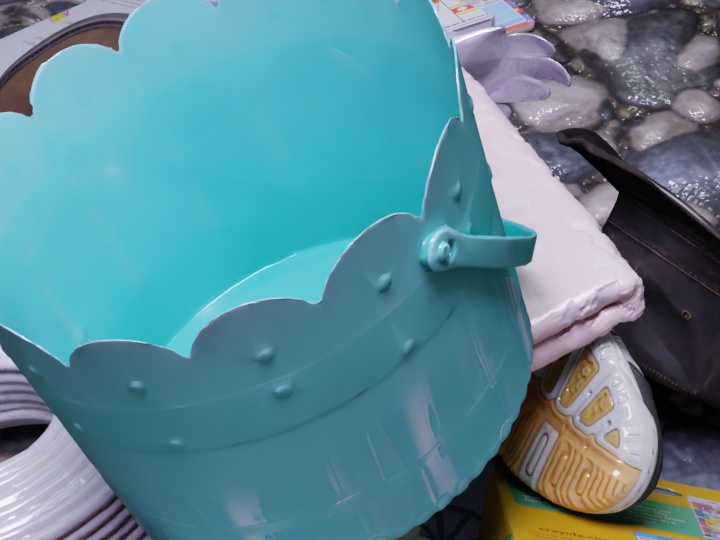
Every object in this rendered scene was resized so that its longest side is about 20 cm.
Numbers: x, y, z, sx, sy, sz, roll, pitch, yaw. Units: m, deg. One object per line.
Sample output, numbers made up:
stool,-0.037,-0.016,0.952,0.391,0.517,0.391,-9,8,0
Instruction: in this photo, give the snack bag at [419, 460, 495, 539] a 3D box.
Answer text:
snack bag,0.011,0.093,0.771,0.186,0.022,0.201,2,40,7

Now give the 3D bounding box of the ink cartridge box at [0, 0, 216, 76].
ink cartridge box,-0.145,-0.108,0.966,0.199,0.084,0.145,-30,32,-28

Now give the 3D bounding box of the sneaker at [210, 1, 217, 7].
sneaker,-0.111,-0.061,0.875,0.073,0.082,0.201,31,77,36

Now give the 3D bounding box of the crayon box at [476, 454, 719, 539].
crayon box,0.113,0.132,0.624,0.124,0.052,0.200,11,10,-3

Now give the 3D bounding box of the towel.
towel,0.000,0.000,0.693,0.190,0.032,0.201,-28,39,-3

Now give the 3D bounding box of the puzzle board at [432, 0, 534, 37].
puzzle board,0.001,-0.180,1.117,0.198,0.018,0.151,-21,41,-19

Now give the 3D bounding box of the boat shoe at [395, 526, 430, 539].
boat shoe,-0.002,0.126,0.668,0.068,0.071,0.202,-11,56,-9

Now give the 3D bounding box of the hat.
hat,0.158,0.016,0.780,0.081,0.200,0.201,-52,45,10

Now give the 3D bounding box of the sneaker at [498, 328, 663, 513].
sneaker,0.095,0.049,0.708,0.087,0.076,0.200,25,12,-25

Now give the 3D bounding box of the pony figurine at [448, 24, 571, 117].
pony figurine,0.017,-0.051,0.868,0.191,0.168,0.200,-13,23,0

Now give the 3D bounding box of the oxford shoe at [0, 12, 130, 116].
oxford shoe,-0.112,-0.078,0.770,0.198,0.073,0.085,-5,36,31

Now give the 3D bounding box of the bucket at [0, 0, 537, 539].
bucket,-0.036,-0.002,0.580,0.205,0.136,0.208,-14,41,13

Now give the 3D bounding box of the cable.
cable,-0.172,0.085,0.746,0.199,0.070,0.199,-36,44,-29
